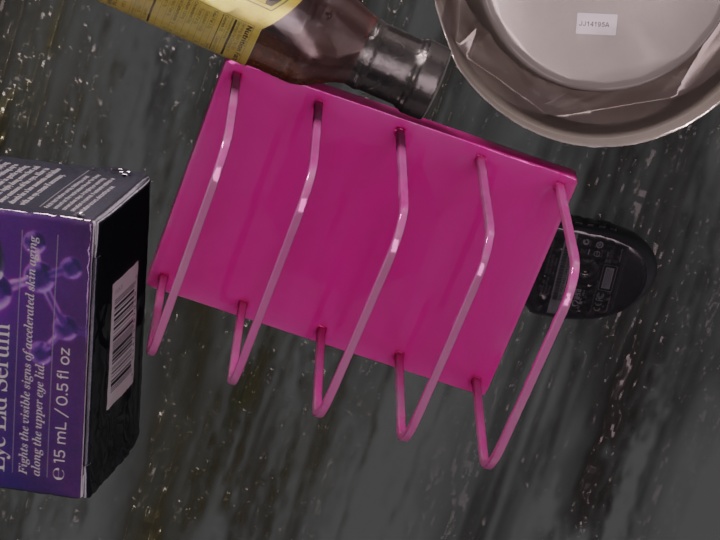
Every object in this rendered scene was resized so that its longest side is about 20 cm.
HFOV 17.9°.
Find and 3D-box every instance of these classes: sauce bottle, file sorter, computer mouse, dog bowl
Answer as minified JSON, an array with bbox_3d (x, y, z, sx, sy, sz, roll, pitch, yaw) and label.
[{"bbox_3d":[-0.051,-0.137,1.182,0.200,0.066,0.066,22,101,-7],"label":"sauce bottle"},{"bbox_3d":[0.000,0.000,1.190,0.200,0.125,0.139,18,113,-9],"label":"file sorter"},{"bbox_3d":[0.067,-0.016,1.271,0.200,0.034,0.059,12,114,-7],"label":"computer mouse"},{"bbox_3d":[0.128,-0.169,1.218,0.200,0.059,0.200,-2,106,-8],"label":"dog bowl"}]

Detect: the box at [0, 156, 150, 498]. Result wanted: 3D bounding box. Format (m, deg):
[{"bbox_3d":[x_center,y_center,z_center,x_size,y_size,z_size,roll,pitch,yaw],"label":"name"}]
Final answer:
[{"bbox_3d":[-0.216,0.020,1.162,0.200,0.104,0.148,6,106,9],"label":"box"}]
